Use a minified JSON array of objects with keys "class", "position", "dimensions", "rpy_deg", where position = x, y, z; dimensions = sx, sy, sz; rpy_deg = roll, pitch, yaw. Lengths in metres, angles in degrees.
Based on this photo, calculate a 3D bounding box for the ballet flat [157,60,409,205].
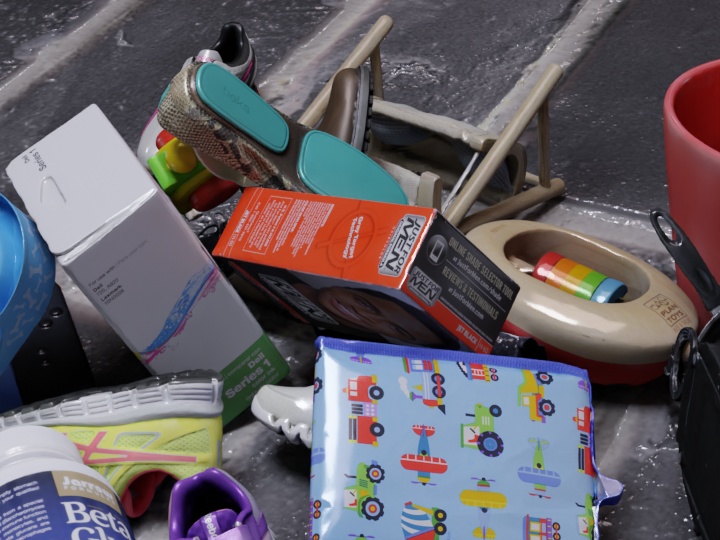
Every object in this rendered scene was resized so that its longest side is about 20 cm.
[{"class":"ballet flat","position":[-0.059,-0.077,1.139],"dimensions":[0.199,0.075,0.068],"rpy_deg":[31,48,-21]}]

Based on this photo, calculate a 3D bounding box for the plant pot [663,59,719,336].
[{"class":"plant pot","position":[0.315,-0.039,1.179],"dimensions":[0.197,0.179,0.201],"rpy_deg":[0,32,0]}]

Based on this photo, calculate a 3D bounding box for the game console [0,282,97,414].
[{"class":"game console","position":[-0.311,0.075,1.202],"dimensions":[0.198,0.031,0.177],"rpy_deg":[-15,36,-15]}]

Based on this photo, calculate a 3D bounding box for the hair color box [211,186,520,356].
[{"class":"hair color box","position":[0.000,0.000,1.075],"dimensions":[0.199,0.101,0.062],"rpy_deg":[8,66,49]}]

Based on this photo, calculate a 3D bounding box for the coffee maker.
[{"class":"coffee maker","position":[0.311,0.101,1.000],"dimensions":[0.197,0.136,0.194],"rpy_deg":[3,47,-3]}]

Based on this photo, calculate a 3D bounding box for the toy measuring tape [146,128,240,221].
[{"class":"toy measuring tape","position":[-0.121,-0.077,1.235],"dimensions":[0.072,0.075,0.200],"rpy_deg":[-3,-7,0]}]

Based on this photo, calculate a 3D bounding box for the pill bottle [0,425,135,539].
[{"class":"pill bottle","position":[-0.186,0.185,0.956],"dimensions":[0.110,0.112,0.200],"rpy_deg":[-14,36,-16]}]

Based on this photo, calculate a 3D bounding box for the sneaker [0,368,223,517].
[{"class":"sneaker","position":[-0.178,0.126,1.078],"dimensions":[0.198,0.092,0.078],"rpy_deg":[-11,2,28]}]

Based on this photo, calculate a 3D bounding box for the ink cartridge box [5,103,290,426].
[{"class":"ink cartridge box","position":[-0.152,0.000,1.135],"dimensions":[0.084,0.201,0.145],"rpy_deg":[-37,40,-4]}]

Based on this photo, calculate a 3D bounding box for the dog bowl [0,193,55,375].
[{"class":"dog bowl","position":[-0.287,0.038,1.105],"dimensions":[0.111,0.201,0.049],"rpy_deg":[42,9,32]}]

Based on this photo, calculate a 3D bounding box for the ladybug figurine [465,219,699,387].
[{"class":"ladybug figurine","position":[0.160,0.029,1.181],"dimensions":[0.199,0.073,0.135],"rpy_deg":[28,35,31]}]

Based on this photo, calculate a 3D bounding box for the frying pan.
[{"class":"frying pan","position":[0.255,0.054,1.109],"dimensions":[0.189,0.031,0.116],"rpy_deg":[33,87,12]}]

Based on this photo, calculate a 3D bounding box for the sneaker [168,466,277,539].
[{"class":"sneaker","position":[-0.075,0.193,0.950],"dimensions":[0.080,0.089,0.201],"rpy_deg":[-19,37,-9]}]

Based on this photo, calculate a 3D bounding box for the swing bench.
[{"class":"swing bench","position":[0.040,-0.098,1.344],"dimensions":[0.197,0.131,0.200],"rpy_deg":[23,47,32]}]

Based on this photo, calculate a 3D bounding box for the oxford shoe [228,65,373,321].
[{"class":"oxford shoe","position":[-0.046,-0.068,1.208],"dimensions":[0.084,0.202,0.073],"rpy_deg":[22,3,-8]}]

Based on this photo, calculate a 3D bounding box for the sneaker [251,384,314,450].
[{"class":"sneaker","position":[0.024,0.091,1.089],"dimensions":[0.197,0.082,0.075],"rpy_deg":[6,0,8]}]

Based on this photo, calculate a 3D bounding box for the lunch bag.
[{"class":"lunch bag","position":[0.067,0.131,0.992],"dimensions":[0.197,0.094,0.152],"rpy_deg":[2,63,-1]}]

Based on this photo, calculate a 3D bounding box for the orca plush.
[{"class":"orca plush","position":[0.042,0.068,1.175],"dimensions":[0.198,0.072,0.105],"rpy_deg":[15,-7,18]}]

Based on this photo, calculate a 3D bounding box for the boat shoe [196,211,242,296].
[{"class":"boat shoe","position":[-0.102,-0.015,1.288],"dimensions":[0.197,0.063,0.075],"rpy_deg":[-4,35,2]}]

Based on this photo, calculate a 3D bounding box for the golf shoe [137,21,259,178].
[{"class":"golf shoe","position":[-0.156,-0.158,1.477],"dimensions":[0.072,0.093,0.201],"rpy_deg":[10,38,16]}]
